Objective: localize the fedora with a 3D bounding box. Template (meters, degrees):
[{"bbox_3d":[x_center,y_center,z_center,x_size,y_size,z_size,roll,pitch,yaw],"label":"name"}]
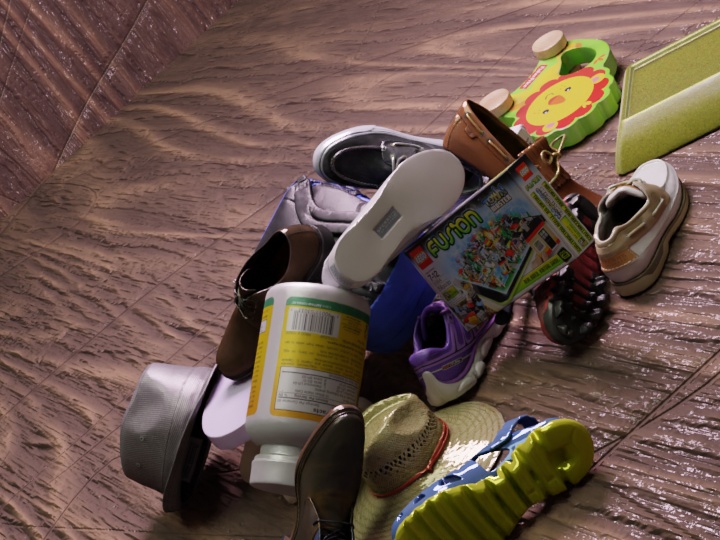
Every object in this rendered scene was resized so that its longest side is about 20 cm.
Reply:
[{"bbox_3d":[-0.219,0.174,1.828,0.177,0.089,0.202,-66,-9,-58],"label":"fedora"}]

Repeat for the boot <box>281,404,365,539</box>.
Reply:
[{"bbox_3d":[-0.020,0.233,1.494,0.097,0.074,0.202,38,116,58],"label":"boot"}]

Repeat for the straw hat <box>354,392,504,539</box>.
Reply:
[{"bbox_3d":[0.037,0.173,1.573,0.200,0.085,0.202,-33,22,15],"label":"straw hat"}]

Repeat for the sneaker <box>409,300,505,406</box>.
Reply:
[{"bbox_3d":[0.102,0.054,1.708,0.080,0.084,0.201,-24,24,29],"label":"sneaker"}]

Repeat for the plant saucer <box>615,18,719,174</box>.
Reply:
[{"bbox_3d":[0.377,-0.218,1.859,0.199,0.048,0.200,-27,25,27],"label":"plant saucer"}]

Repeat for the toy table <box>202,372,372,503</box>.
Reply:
[{"bbox_3d":[-0.087,0.157,1.755,0.183,0.117,0.201,-23,26,35],"label":"toy table"}]

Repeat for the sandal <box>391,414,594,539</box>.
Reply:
[{"bbox_3d":[0.114,0.195,1.436,0.199,0.080,0.087,-31,18,-4],"label":"sandal"}]

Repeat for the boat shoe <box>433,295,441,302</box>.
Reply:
[{"bbox_3d":[0.053,0.008,1.905,0.199,0.062,0.075,14,62,45],"label":"boat shoe"}]

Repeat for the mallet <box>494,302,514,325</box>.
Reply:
[{"bbox_3d":[0.176,-0.007,1.743,0.066,0.041,0.200,-40,15,24],"label":"mallet"}]

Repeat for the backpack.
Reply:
[{"bbox_3d":[0.000,0.000,1.784,0.199,0.167,0.164,17,81,45],"label":"backpack"}]

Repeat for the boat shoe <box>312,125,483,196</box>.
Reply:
[{"bbox_3d":[0.047,-0.120,1.812,0.198,0.073,0.071,-1,22,-16],"label":"boat shoe"}]

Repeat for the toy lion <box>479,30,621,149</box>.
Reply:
[{"bbox_3d":[0.260,-0.225,2.048,0.191,0.069,0.200,7,49,51],"label":"toy lion"}]

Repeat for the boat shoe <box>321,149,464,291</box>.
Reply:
[{"bbox_3d":[0.032,-0.047,1.653,0.200,0.072,0.068,-52,8,-28],"label":"boat shoe"}]

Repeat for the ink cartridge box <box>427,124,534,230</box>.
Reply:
[{"bbox_3d":[0.118,-0.083,1.949,0.199,0.084,0.145,-15,31,45],"label":"ink cartridge box"}]

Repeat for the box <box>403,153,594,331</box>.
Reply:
[{"bbox_3d":[0.135,-0.024,1.602,0.035,0.110,0.200,-41,1,-38],"label":"box"}]

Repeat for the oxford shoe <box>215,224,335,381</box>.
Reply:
[{"bbox_3d":[-0.111,0.031,1.703,0.073,0.084,0.201,44,114,34],"label":"oxford shoe"}]

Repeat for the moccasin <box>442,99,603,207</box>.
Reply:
[{"bbox_3d":[0.190,-0.122,1.789,0.074,0.201,0.078,-27,-31,-57],"label":"moccasin"}]

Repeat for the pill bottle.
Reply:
[{"bbox_3d":[-0.056,0.123,1.614,0.112,0.112,0.202,-10,67,50],"label":"pill bottle"}]

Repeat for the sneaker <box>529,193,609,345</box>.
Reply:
[{"bbox_3d":[0.203,0.012,1.654,0.098,0.071,0.201,-38,26,36],"label":"sneaker"}]

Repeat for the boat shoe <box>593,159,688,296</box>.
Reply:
[{"bbox_3d":[0.289,-0.062,1.663,0.074,0.069,0.201,-23,26,32],"label":"boat shoe"}]
